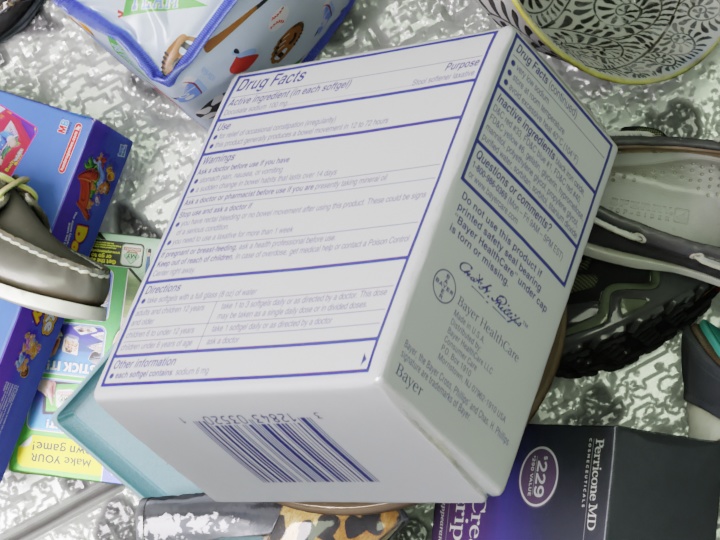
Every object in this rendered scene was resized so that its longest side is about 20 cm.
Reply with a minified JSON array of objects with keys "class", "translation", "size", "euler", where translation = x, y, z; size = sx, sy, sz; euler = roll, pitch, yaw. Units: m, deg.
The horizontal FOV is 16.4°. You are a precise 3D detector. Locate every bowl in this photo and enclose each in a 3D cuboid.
[{"class":"bowl","translation":[0.105,-0.191,1.300],"size":[0.094,0.200,0.201],"euler":[-7,81,51]}]

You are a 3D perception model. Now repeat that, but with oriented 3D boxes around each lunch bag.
[{"class":"lunch bag","translation":[-0.060,-0.184,1.300],"size":[0.124,0.170,0.200],"euler":[39,90,12]}]

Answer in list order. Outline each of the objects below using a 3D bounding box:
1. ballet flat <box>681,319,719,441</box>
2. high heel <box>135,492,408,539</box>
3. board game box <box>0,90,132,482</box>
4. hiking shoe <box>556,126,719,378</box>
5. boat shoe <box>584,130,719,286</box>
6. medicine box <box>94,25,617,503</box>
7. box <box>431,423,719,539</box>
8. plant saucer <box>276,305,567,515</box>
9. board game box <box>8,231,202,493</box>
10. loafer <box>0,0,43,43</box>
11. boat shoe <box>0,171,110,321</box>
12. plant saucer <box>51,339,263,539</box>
[{"class":"ballet flat","translation":[0.200,0.088,1.233],"size":[0.073,0.200,0.073],"euler":[-9,115,-21]},{"class":"high heel","translation":[-0.035,0.205,1.275],"size":[0.142,0.071,0.201],"euler":[-7,94,18]},{"class":"board game box","translation":[-0.221,0.000,1.339],"size":[0.134,0.045,0.200],"euler":[19,85,26]},{"class":"hiking shoe","translation":[0.149,-0.020,1.307],"size":[0.200,0.076,0.101],"euler":[-30,71,-7]},{"class":"boat shoe","translation":[0.191,-0.030,1.238],"size":[0.199,0.060,0.074],"euler":[12,74,5]},{"class":"medicine box","translation":[0.000,0.000,1.181],"size":[0.182,0.103,0.200],"euler":[-5,52,41]},{"class":"box","translation":[0.099,0.179,1.239],"size":[0.079,0.141,0.201],"euler":[11,81,-37]},{"class":"plant saucer","translation":[0.010,0.039,1.266],"size":[0.199,0.029,0.201],"euler":[-10,55,14]},{"class":"board game box","translation":[-0.081,0.054,1.341],"size":[0.199,0.029,0.135],"euler":[6,82,8]},{"class":"loafer","translation":[-0.193,-0.179,1.363],"size":[0.200,0.072,0.073],"euler":[-36,81,2]},{"class":"boat shoe","translation":[-0.203,-0.030,1.273],"size":[0.201,0.072,0.060],"euler":[24,92,30]},{"class":"plant saucer","translation":[-0.065,0.117,1.306],"size":[0.200,0.019,0.070],"euler":[42,107,-2]}]
